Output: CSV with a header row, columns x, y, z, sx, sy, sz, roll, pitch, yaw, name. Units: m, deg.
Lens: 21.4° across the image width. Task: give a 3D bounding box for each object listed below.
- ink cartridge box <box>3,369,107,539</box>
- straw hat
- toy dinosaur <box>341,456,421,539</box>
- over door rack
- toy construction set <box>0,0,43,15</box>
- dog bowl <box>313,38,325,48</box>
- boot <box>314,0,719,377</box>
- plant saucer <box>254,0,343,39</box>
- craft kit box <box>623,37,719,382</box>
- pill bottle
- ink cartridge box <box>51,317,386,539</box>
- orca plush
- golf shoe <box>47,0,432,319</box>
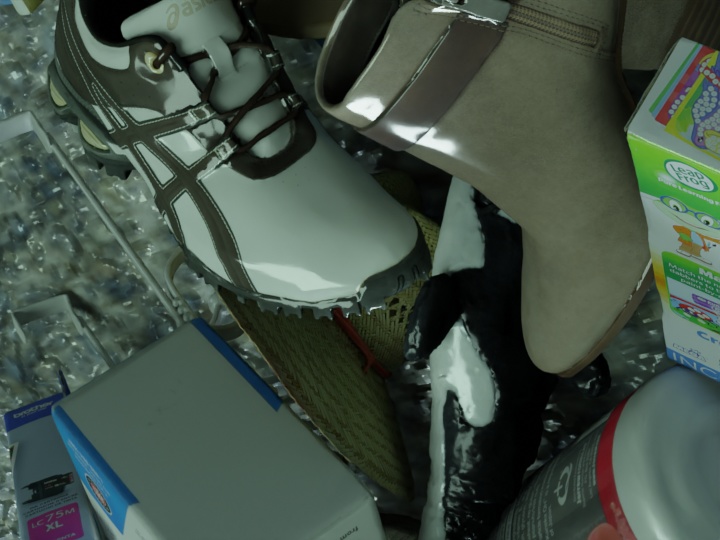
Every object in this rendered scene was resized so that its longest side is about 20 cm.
x,y,z,sx,sy,sz,roll,pitch,yaw,name
-0.138,0.142,0.948,0.200,0.042,0.120,-118,10,-66,ink cartridge box
0.000,0.000,0.840,0.085,0.201,0.201,-35,96,6,straw hat
0.029,0.166,0.973,0.102,0.077,0.201,6,119,24,toy dinosaur
-0.108,0.016,0.967,0.200,0.066,0.148,37,146,33,over door rack
-0.160,-0.211,0.795,0.092,0.131,0.201,15,129,31,toy construction set
-0.001,-0.143,0.770,0.200,0.050,0.112,44,138,5,dog bowl
0.051,-0.055,0.702,0.070,0.146,0.201,49,127,53,boot
-0.040,-0.183,0.715,0.199,0.029,0.201,22,132,26,plant saucer
0.194,0.019,0.658,0.199,0.049,0.198,26,167,22,craft kit box
0.111,0.131,0.833,0.111,0.111,0.200,46,139,3,pill bottle
-0.046,0.144,0.860,0.146,0.084,0.201,41,157,40,ink cartridge box
0.065,0.047,0.796,0.071,0.201,0.105,8,169,26,orca plush
-0.054,-0.058,0.736,0.200,0.078,0.095,35,145,27,golf shoe
